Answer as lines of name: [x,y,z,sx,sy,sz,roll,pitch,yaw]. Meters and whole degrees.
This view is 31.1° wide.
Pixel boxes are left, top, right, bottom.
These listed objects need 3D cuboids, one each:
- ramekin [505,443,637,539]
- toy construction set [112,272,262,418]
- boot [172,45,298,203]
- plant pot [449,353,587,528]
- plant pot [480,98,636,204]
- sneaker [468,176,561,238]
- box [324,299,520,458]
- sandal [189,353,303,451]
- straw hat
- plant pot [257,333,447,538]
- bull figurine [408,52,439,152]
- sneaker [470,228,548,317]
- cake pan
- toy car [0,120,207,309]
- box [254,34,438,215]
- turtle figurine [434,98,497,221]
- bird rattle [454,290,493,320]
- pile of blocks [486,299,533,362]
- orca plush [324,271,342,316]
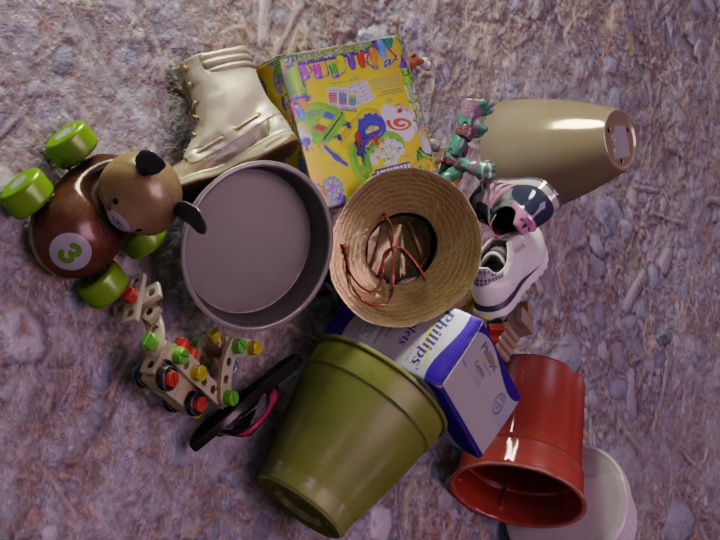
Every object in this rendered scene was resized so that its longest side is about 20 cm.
ramekin: [0.325,0.372,1.952,0.094,0.200,0.204,46,54,-46]
toy construction set: [-0.202,0.093,1.486,0.200,0.091,0.132,40,59,-36]
boot: [-0.192,-0.170,1.536,0.198,0.072,0.156,-26,77,-11]
plant pot: [0.244,0.242,1.887,0.201,0.199,0.197,42,50,-35]
plant pot: [0.320,-0.187,2.001,0.186,0.199,0.190,7,80,-47]
sneaker: [0.193,-0.081,1.799,0.082,0.200,0.070,-45,104,-20]
box: [0.081,0.122,1.668,0.105,0.199,0.184,-53,141,-19]
sandal: [-0.128,0.166,1.568,0.200,0.075,0.045,-37,98,-46]
straw hat: [0.046,-0.027,1.613,0.198,0.085,0.204,0,89,-11]
plant pot: [-0.026,0.218,1.609,0.194,0.199,0.201,-53,123,-22]
bull figurine: [0.056,-0.213,1.819,0.121,0.064,0.203,-11,101,-57]
sneaker: [0.208,-0.019,1.804,0.200,0.076,0.081,-55,134,-48]
cake pan: [-0.125,-0.030,1.508,0.198,0.037,0.203,-8,106,-30]
toy car: [-0.250,-0.067,1.375,0.165,0.199,0.158,54,51,-27]
box: [-0.030,-0.179,1.647,0.198,0.121,0.195,-16,92,-35]
turtle figurine: [0.135,-0.133,1.807,0.100,0.150,0.202,21,68,-13]
bird rattle: [0.110,0.014,1.851,0.198,0.112,0.165,-3,70,-40]
pile of blocks: [0.174,0.115,1.871,0.201,0.082,0.062,-54,139,-10]
orca plush: [0.000,0.000,1.729,0.105,0.071,0.202,-38,112,-43]
